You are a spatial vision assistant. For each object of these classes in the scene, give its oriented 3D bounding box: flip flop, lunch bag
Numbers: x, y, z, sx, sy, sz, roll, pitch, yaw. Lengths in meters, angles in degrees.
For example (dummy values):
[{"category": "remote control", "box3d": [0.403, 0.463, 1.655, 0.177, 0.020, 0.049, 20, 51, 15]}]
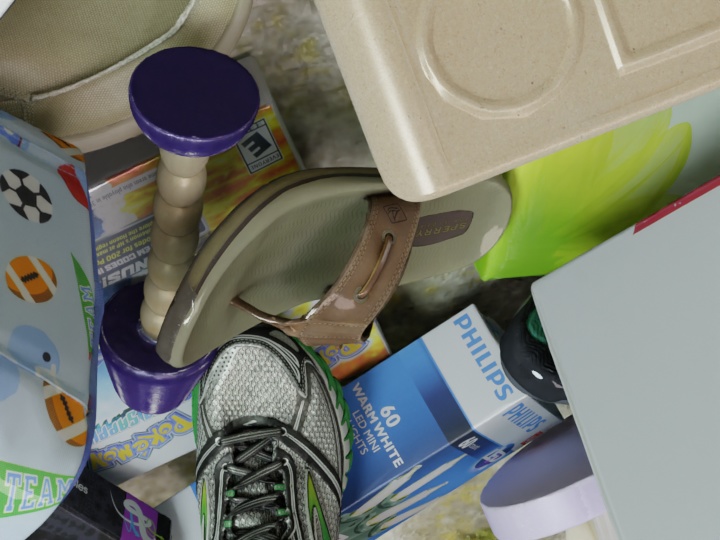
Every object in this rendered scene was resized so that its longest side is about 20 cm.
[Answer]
[{"category": "flip flop", "box3d": [0.000, 0.000, 0.743, 0.200, 0.058, 0.081, -14, 141, -42]}, {"category": "lunch bag", "box3d": [-0.171, 0.039, 0.650, 0.160, 0.200, 0.075, -36, 128, 28]}]

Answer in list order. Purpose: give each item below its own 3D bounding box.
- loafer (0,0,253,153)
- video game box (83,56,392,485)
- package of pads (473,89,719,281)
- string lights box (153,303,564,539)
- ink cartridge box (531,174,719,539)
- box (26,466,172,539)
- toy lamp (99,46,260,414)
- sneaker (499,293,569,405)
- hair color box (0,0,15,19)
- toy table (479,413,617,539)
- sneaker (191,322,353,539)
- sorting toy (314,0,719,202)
[{"category": "loafer", "box3d": [-0.137, -0.085, 0.720, 0.200, 0.076, 0.068, -29, 138, 5]}, {"category": "video game box", "box3d": [-0.105, 0.015, 0.838, 0.200, 0.047, 0.182, -25, 135, 1]}, {"category": "package of pads", "box3d": [0.137, -0.091, 0.825, 0.154, 0.068, 0.200, -4, 132, -18]}, {"category": "string lights box", "box3d": [0.001, 0.101, 0.916, 0.200, 0.059, 0.103, -33, 160, 8]}, {"category": "ink cartridge box", "box3d": [0.211, 0.039, 0.794, 0.200, 0.145, 0.145, -4, 158, -43]}, {"category": "box", "box3d": [-0.212, 0.117, 0.850, 0.143, 0.036, 0.200, -31, 129, 28]}, {"category": "toy lamp", "box3d": [-0.081, -0.008, 0.742, 0.058, 0.058, 0.200, -4, 142, -18]}, {"category": "sneaker", "box3d": [0.122, 0.050, 0.894, 0.200, 0.074, 0.088, -13, 149, -52]}, {"category": "hair color box", "box3d": [-0.219, -0.141, 0.616, 0.200, 0.064, 0.111, 36, 110, -20]}, {"category": "toy table", "box3d": [0.151, 0.133, 0.911, 0.184, 0.117, 0.200, -22, -175, 45]}, {"category": "sneaker", "box3d": [-0.041, 0.122, 0.822, 0.078, 0.085, 0.201, -6, 95, 6]}, {"category": "sorting toy", "box3d": [0.074, -0.145, 0.683, 0.199, 0.036, 0.186, -20, 99, 3]}]
